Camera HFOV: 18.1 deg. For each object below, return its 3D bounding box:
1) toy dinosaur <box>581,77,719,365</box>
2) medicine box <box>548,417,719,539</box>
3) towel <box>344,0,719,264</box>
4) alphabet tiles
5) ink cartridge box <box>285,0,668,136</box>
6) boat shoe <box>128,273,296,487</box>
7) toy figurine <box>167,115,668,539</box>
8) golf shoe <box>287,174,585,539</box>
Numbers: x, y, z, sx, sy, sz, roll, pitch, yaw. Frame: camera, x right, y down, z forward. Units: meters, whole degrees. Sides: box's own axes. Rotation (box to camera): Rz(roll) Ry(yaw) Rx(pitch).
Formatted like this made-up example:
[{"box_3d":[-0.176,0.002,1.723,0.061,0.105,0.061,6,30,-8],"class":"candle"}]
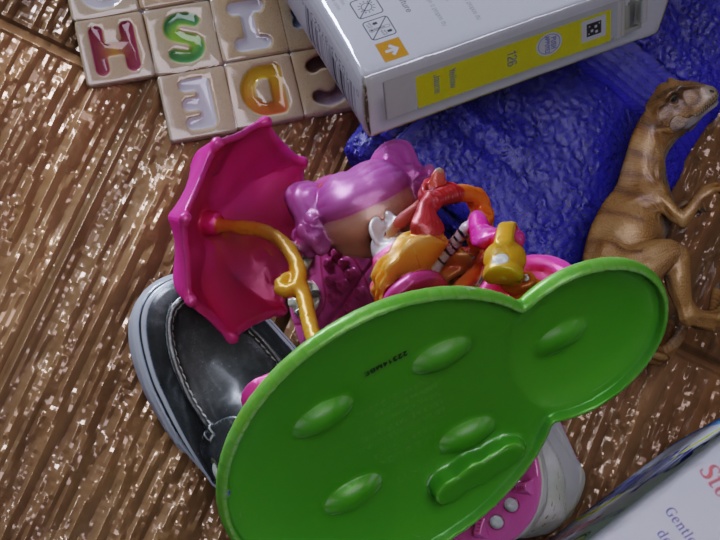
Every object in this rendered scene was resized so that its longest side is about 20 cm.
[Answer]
[{"box_3d":[0.119,0.008,1.035,0.106,0.060,0.201,36,65,-29],"class":"toy dinosaur"},{"box_3d":[0.121,0.152,0.961,0.200,0.182,0.103,-36,85,-16],"class":"medicine box"},{"box_3d":[0.100,-0.093,1.081,0.147,0.050,0.201,35,74,-4],"class":"towel"},{"box_3d":[-0.045,-0.153,1.097,0.199,0.008,0.168,-11,79,-13],"class":"alphabet tiles"},{"box_3d":[0.054,-0.168,1.047,0.199,0.047,0.198,-18,49,-14],"class":"ink cartridge box"},{"box_3d":[-0.032,0.081,1.009,0.072,0.071,0.200,-35,84,-15],"class":"boat shoe"},{"box_3d":[0.000,0.000,0.948,0.199,0.151,0.184,-28,47,-6],"class":"toy figurine"},{"box_3d":[0.033,0.043,1.037,0.075,0.091,0.201,-41,63,23],"class":"golf shoe"}]
